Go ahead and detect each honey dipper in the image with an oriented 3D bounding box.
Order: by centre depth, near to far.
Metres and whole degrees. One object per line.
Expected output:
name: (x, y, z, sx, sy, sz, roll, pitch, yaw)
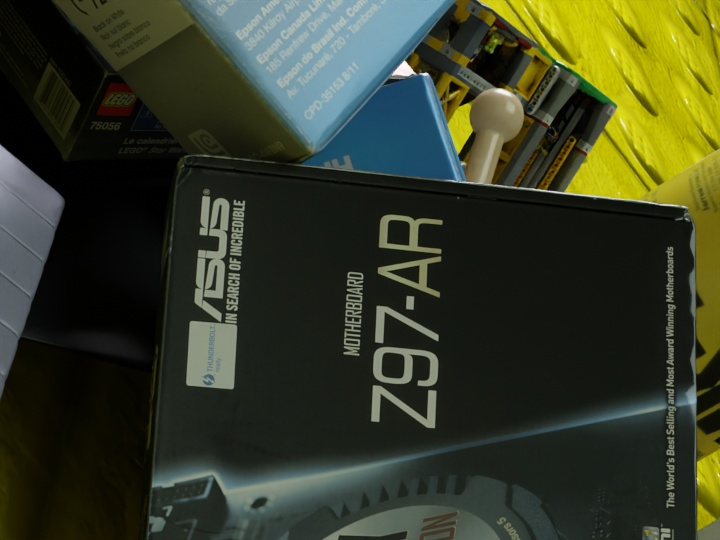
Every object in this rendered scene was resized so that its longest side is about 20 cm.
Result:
honey dipper: (0.028, 0.014, 0.919, 0.038, 0.038, 0.201, 41, 56, -41)

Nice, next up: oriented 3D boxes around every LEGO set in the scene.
LEGO set: (0.020, -0.075, 1.109, 0.154, 0.116, 0.200, 33, 4, 22)

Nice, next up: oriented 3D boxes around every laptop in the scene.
laptop: (-0.104, 0.000, 0.801, 0.188, 0.115, 0.200, -100, 180, -46)

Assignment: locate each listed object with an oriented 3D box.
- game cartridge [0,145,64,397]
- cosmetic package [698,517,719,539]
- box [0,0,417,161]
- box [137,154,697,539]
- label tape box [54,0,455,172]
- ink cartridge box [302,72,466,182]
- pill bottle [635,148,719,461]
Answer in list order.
game cartridge: (-0.169, -0.048, 0.626, 0.200, 0.038, 0.130, 40, 28, -18)
cosmetic package: (0.206, 0.221, 0.995, 0.167, 0.166, 0.200, 42, 24, -39)
box: (-0.087, -0.117, 0.827, 0.137, 0.040, 0.200, -4, 45, -43)
box: (0.016, 0.072, 0.678, 0.044, 0.159, 0.201, 114, -19, -67)
label tape box: (-0.050, -0.147, 0.721, 0.200, 0.066, 0.143, 48, 61, -12)
ink cartridge box: (0.018, 0.057, 0.794, 0.147, 0.086, 0.201, 80, -6, -72)
pill bottle: (0.129, 0.031, 1.043, 0.114, 0.200, 0.114, 49, 20, -25)
